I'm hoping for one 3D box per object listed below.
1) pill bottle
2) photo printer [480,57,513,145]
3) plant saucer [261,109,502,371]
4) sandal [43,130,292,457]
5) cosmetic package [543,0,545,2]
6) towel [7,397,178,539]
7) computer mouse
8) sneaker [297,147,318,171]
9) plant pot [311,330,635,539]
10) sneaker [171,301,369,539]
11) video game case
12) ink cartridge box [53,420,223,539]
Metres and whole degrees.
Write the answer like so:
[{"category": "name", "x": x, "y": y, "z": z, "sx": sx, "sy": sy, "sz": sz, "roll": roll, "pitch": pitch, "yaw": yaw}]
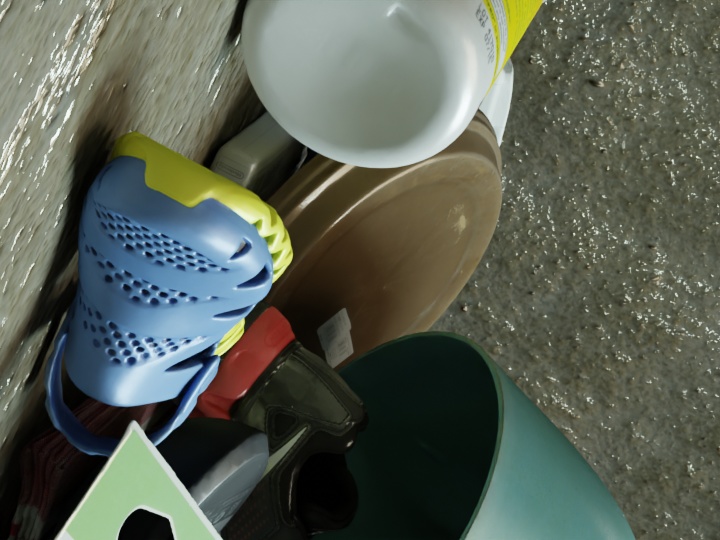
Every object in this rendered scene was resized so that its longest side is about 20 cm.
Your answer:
[{"category": "pill bottle", "x": 0.029, "y": -0.138, "z": 1.076, "sx": 0.200, "sy": 0.109, "sz": 0.109, "roll": -58, "pitch": 173, "yaw": -51}, {"category": "photo printer", "x": 0.032, "y": -0.085, "z": 1.405, "sx": 0.200, "sy": 0.069, "sz": 0.166, "roll": -99, "pitch": -157, "yaw": -66}, {"category": "plant saucer", "x": 0.000, "y": 0.000, "z": 1.199, "sx": 0.200, "sy": 0.029, "sz": 0.200, "roll": -35, "pitch": 153, "yaw": -20}, {"category": "sandal", "x": -0.080, "y": 0.017, "z": 0.919, "sx": 0.087, "sy": 0.079, "sz": 0.200, "roll": -58, "pitch": 173, "yaw": -23}, {"category": "cosmetic package", "x": 0.066, "y": -0.192, "z": 1.273, "sx": 0.071, "sy": 0.101, "sz": 0.200, "roll": -64, "pitch": 175, "yaw": 12}, {"category": "towel", "x": -0.131, "y": 0.114, "z": 1.109, "sx": 0.144, "sy": 0.023, "sz": 0.200, "roll": -45, "pitch": 164, "yaw": -49}, {"category": "computer mouse", "x": -0.116, "y": 0.130, "z": 1.040, "sx": 0.200, "sy": 0.053, "sz": 0.138, "roll": -52, "pitch": 166, "yaw": 21}, {"category": "sneaker", "x": -0.010, "y": -0.015, "z": 1.254, "sx": 0.200, "sy": 0.076, "sz": 0.077, "roll": 112, "pitch": 0, "yaw": -50}, {"category": "plant pot", "x": 0.046, "y": 0.157, "z": 1.171, "sx": 0.201, "sy": 0.161, "sz": 0.201, "roll": -35, "pitch": -149, "yaw": 25}, {"category": "sneaker", "x": -0.058, "y": 0.113, "z": 1.120, "sx": 0.200, "sy": 0.098, "sz": 0.071, "roll": -62, "pitch": 171, "yaw": 31}, {"category": "video game case", "x": -0.077, "y": 0.001, "z": 1.233, "sx": 0.182, "sy": 0.024, "sz": 0.200, "roll": -64, "pitch": 177, "yaw": 17}, {"category": "ink cartridge box", "x": -0.137, "y": 0.162, "z": 0.935, "sx": 0.200, "sy": 0.048, "sz": 0.146, "roll": -60, "pitch": 155, "yaw": -18}]
